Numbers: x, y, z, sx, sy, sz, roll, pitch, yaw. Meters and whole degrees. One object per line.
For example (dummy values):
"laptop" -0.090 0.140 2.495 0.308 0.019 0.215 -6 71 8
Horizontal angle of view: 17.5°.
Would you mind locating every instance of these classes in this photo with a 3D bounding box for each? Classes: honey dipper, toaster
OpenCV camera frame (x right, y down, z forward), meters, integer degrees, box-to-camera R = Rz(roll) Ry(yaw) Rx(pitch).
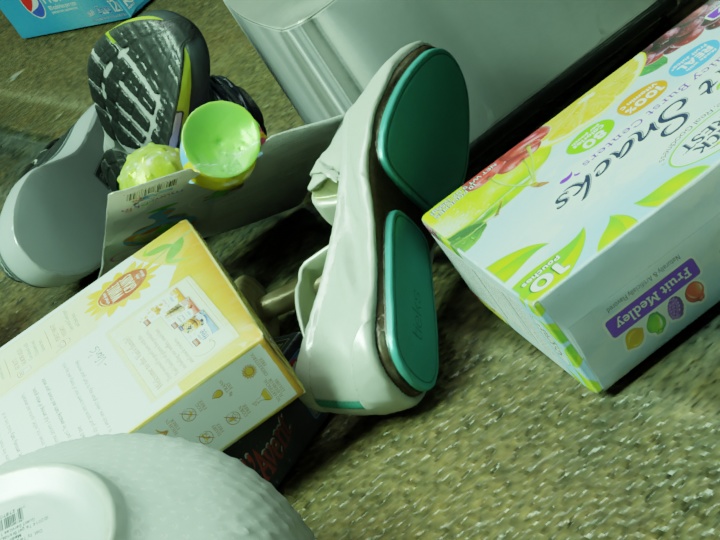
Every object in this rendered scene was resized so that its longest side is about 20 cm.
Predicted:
"honey dipper" 0.000 0.000 1.077 0.200 0.038 0.038 -22 24 21
"toaster" 0.033 -0.131 1.181 0.200 0.119 0.181 -37 20 -3

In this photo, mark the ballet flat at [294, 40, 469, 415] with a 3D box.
"ballet flat" 0.003 -0.020 1.015 0.069 0.069 0.200 -22 42 31

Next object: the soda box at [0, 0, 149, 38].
"soda box" -0.227 -0.238 1.871 0.064 0.068 0.200 -46 23 -25

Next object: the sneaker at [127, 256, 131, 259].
"sneaker" -0.153 0.061 1.126 0.090 0.067 0.200 -2 42 47

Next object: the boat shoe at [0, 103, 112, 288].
"boat shoe" -0.175 -0.038 1.386 0.057 0.069 0.200 -34 14 26

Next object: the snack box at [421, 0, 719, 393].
"snack box" 0.135 -0.047 0.936 0.200 0.053 0.142 -38 22 -4

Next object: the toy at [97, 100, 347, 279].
"toy" -0.077 -0.049 1.133 0.115 0.047 0.200 -20 -4 -11

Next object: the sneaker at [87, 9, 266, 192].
"sneaker" -0.093 -0.083 1.237 0.081 0.074 0.200 -33 -17 -18

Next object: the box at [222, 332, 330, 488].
"box" -0.109 0.113 0.992 0.137 0.038 0.200 -12 32 44

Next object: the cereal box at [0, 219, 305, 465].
"cereal box" -0.131 0.070 0.994 0.200 0.040 0.144 -36 28 -1

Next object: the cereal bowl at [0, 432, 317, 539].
"cereal bowl" -0.111 0.131 0.828 0.200 0.083 0.200 -18 38 15
